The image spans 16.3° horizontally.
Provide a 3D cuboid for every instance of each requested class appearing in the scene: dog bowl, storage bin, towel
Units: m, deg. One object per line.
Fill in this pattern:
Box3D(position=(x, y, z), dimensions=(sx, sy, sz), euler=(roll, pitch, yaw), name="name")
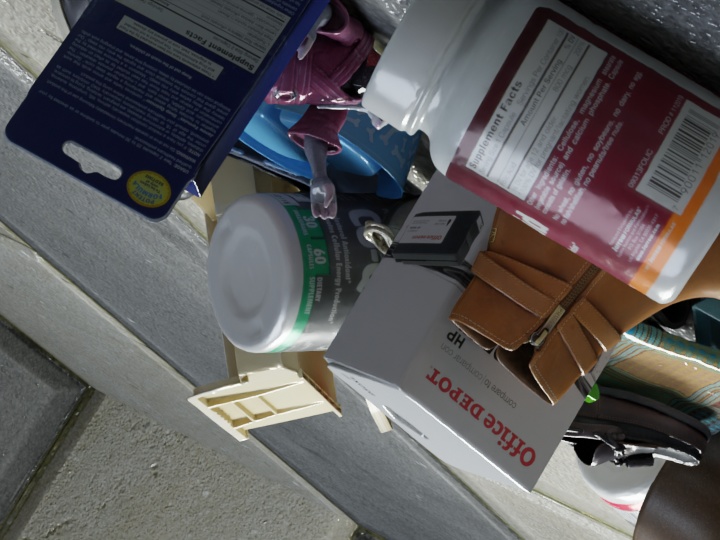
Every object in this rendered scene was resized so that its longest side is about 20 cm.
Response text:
Box3D(position=(-0.033, -0.108, 1.778), dimensions=(0.111, 0.050, 0.200), euler=(39, 166, -34), name="dog bowl")
Box3D(position=(-0.090, 0.015, 2.015), dimensions=(0.093, 0.201, 0.199), euler=(-11, 165, 8), name="storage bin")
Box3D(position=(0.190, 0.067, 1.764), dimensions=(0.199, 0.022, 0.147), euler=(20, 161, -11), name="towel")

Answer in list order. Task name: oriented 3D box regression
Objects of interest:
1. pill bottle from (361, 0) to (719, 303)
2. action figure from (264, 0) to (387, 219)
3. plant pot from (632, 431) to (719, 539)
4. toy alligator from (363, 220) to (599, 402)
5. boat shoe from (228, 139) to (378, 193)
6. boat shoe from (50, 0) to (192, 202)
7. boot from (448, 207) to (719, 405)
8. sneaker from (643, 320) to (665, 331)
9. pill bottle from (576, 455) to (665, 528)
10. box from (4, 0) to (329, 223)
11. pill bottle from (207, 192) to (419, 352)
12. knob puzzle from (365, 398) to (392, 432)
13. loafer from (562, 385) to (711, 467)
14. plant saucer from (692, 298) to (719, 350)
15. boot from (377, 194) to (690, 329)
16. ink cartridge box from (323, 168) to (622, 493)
Box3D(position=(0.108, -0.079, 1.351), dimensions=(0.199, 0.115, 0.114), euler=(31, 169, 4), name="pill bottle")
Box3D(position=(-0.053, -0.129, 1.607), dimensions=(0.199, 0.135, 0.149), euler=(7, -146, -8), name="action figure")
Box3D(position=(0.322, 0.211, 1.871), dimensions=(0.198, 0.201, 0.200), euler=(33, 171, 31), name="plant pot")
Box3D(position=(0.071, 0.045, 1.702), dimensions=(0.200, 0.054, 0.059), euler=(36, 159, -6), name="toy alligator")
Box3D(position=(-0.041, -0.068, 1.922), dimensions=(0.199, 0.069, 0.084), euler=(33, 169, -3), name="boat shoe")
Box3D(position=(-0.157, -0.136, 1.828), dimensions=(0.063, 0.073, 0.201), euler=(-1, 123, 46), name="boat shoe")
Box3D(position=(0.160, 0.017, 1.520), dimensions=(0.200, 0.156, 0.077), euler=(36, 168, -23), name="boot")
Box3D(position=(0.169, 0.062, 1.900), dimensions=(0.082, 0.078, 0.200), euler=(34, 169, -20), name="sneaker")
Box3D(position=(0.269, 0.177, 2.042), dimensions=(0.110, 0.111, 0.200), euler=(20, 164, 47), name="pill bottle")
Box3D(position=(-0.112, -0.129, 1.502), dimensions=(0.121, 0.201, 0.032), euler=(29, 163, 16), name="box")
Box3D(position=(0.000, 0.000, 1.803), dimensions=(0.199, 0.114, 0.113), euler=(-2, -169, -36), name="pill bottle")
Box3D(position=(-0.017, 0.038, 2.002), dimensions=(0.220, 0.030, 0.221), euler=(-17, -90, -88), name="knob puzzle")
Box3D(position=(0.152, 0.113, 1.794), dimensions=(0.199, 0.063, 0.072), euler=(19, 161, -12), name="loafer")
Box3D(position=(0.272, 0.064, 1.787), dimensions=(0.070, 0.019, 0.200), euler=(28, 169, 17), name="plant saucer")
Box3D(position=(0.122, -0.008, 1.731), dimensions=(0.199, 0.068, 0.130), euler=(17, 172, -25), name="boot")
Box3D(position=(0.091, 0.017, 1.592), dimensions=(0.144, 0.201, 0.084), euler=(39, 167, -36), name="ink cartridge box")
